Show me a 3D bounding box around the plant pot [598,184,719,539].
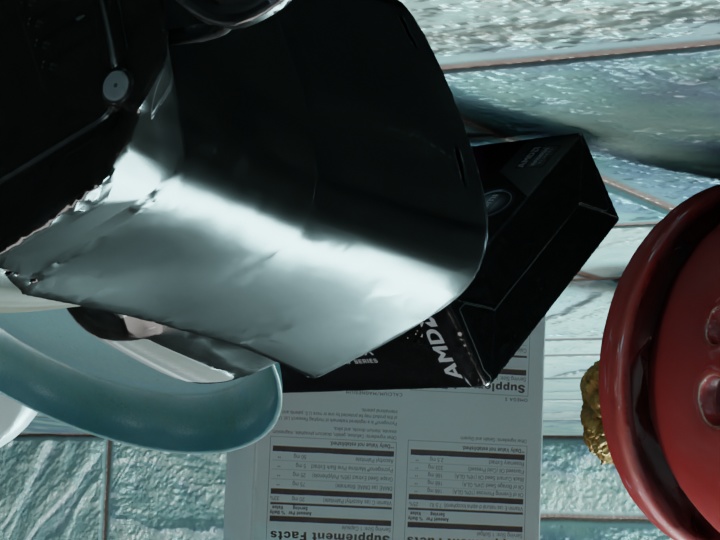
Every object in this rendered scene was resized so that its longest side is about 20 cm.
[{"bbox_3d":[0.220,0.045,0.964,0.200,0.202,0.182,8,180,-37],"label":"plant pot"}]

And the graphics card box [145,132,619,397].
[{"bbox_3d":[0.000,0.000,0.952,0.199,0.051,0.125,-3,-148,41],"label":"graphics card box"}]

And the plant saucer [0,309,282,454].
[{"bbox_3d":[-0.121,0.011,0.906,0.199,0.028,0.201,18,149,11],"label":"plant saucer"}]

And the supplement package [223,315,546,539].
[{"bbox_3d":[0.010,0.070,1.146,0.150,0.201,0.152,3,173,-8],"label":"supplement package"}]

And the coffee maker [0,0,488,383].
[{"bbox_3d":[-0.045,-0.039,0.604,0.191,0.136,0.200,-3,172,29],"label":"coffee maker"}]

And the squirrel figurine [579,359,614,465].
[{"bbox_3d":[0.247,0.074,1.387,0.199,0.142,0.186,4,166,-33],"label":"squirrel figurine"}]

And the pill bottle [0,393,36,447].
[{"bbox_3d":[-0.211,0.034,1.104,0.110,0.112,0.200,3,-171,-10],"label":"pill bottle"}]
